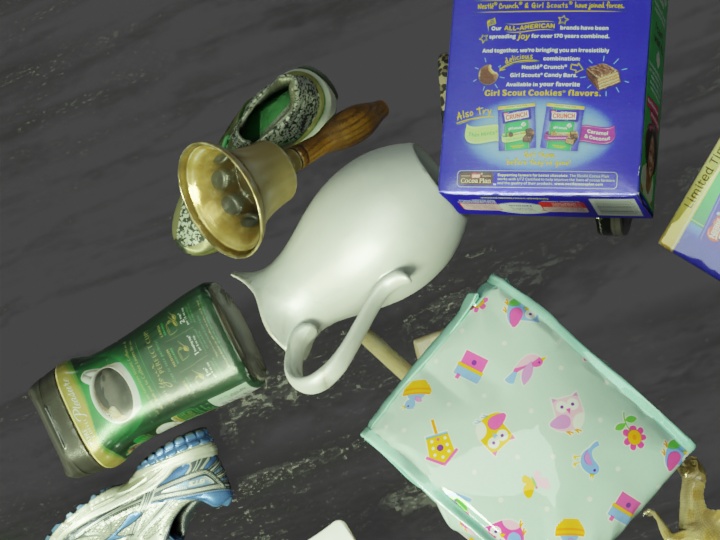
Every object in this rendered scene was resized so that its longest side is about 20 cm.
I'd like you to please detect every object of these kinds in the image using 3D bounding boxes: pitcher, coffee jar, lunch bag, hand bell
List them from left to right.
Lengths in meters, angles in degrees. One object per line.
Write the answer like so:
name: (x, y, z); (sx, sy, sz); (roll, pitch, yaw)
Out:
coffee jar: (-0.189, 0.099, 1.796); (0.199, 0.085, 0.105); (-28, 82, 10)
hand bell: (-0.049, -0.099, 1.744); (0.104, 0.199, 0.105); (29, 134, 34)
pitcher: (0.000, 0.000, 1.723); (0.200, 0.121, 0.172); (-39, 42, 12)
lunch bag: (0.120, 0.125, 1.529); (0.200, 0.122, 0.171); (41, 86, 3)

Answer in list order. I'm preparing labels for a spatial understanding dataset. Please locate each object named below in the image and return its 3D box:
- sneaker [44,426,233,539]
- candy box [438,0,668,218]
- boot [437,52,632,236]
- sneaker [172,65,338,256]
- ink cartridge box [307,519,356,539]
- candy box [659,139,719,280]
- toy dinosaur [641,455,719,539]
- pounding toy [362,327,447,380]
sneaker: (-0.198, 0.226, 1.794); (0.199, 0.077, 0.086); (-36, 82, 10)
candy box: (0.158, -0.149, 1.662); (0.167, 0.077, 0.202); (2, 78, 17)
boot: (0.150, -0.116, 1.732); (0.149, 0.073, 0.202); (-11, 79, 12)
sneaker: (-0.107, -0.103, 1.788); (0.077, 0.089, 0.201); (38, 95, 18)
ink cartridge box: (0.002, 0.323, 1.736); (0.115, 0.067, 0.201); (-35, 78, 10)
candy box: (0.372, -0.043, 1.657); (0.199, 0.077, 0.170); (31, 96, 16)
toy dinosaur: (0.291, 0.246, 1.672); (0.101, 0.058, 0.201); (-33, 78, 9)
pounding toy: (0.091, 0.111, 1.686); (0.141, 0.184, 0.202); (-19, 81, 0)
